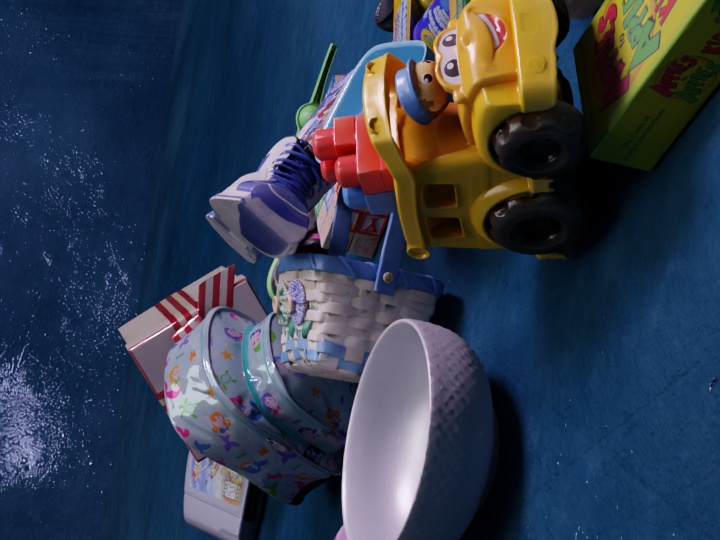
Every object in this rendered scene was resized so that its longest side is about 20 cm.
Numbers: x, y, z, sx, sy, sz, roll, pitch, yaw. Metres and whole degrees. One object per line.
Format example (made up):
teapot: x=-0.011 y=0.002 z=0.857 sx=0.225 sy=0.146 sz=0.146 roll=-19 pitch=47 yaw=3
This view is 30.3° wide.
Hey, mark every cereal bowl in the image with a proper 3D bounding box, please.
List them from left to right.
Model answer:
cereal bowl: x=0.054 y=0.141 z=1.059 sx=0.200 sy=0.083 sz=0.200 roll=-169 pitch=90 yaw=-73

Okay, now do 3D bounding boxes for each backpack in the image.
backpack: x=-0.102 y=0.130 z=1.393 sx=0.151 sy=0.200 sz=0.178 roll=-43 pitch=32 yaw=30

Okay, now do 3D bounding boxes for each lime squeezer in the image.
lime squeezer: x=-0.050 y=-0.165 z=1.481 sx=0.071 sy=0.038 sz=0.200 roll=120 pitch=156 yaw=-47

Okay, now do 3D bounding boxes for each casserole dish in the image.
casserole dish: x=0.020 y=-0.135 z=1.144 sx=0.121 sy=0.039 sz=0.200 roll=-62 pitch=20 yaw=-2

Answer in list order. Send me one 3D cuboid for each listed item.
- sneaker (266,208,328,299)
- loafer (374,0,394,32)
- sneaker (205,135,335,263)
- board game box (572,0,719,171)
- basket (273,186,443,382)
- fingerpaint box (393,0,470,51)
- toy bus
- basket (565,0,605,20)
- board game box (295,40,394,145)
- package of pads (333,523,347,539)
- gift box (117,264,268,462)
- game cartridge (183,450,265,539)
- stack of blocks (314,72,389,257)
sneaker: x=-0.056 y=-0.049 z=1.604 sx=0.084 sy=0.077 sz=0.200 roll=8 pitch=90 yaw=56
loafer: x=0.051 y=-0.318 z=1.396 sx=0.201 sy=0.070 sz=0.068 roll=134 pitch=144 yaw=-62
sneaker: x=-0.075 y=-0.075 z=1.207 sx=0.115 sy=0.081 sz=0.199 roll=-49 pitch=9 yaw=-11
board game box: x=0.203 y=-0.165 z=0.828 sx=0.200 sy=0.048 sz=0.102 roll=121 pitch=154 yaw=-49
basket: x=0.000 y=0.000 z=1.209 sx=0.176 sy=0.139 sz=0.200 roll=162 pitch=123 yaw=-72
fingerpaint box: x=0.089 y=-0.221 z=1.200 sx=0.167 sy=0.073 sz=0.200 roll=127 pitch=150 yaw=-56
toy bus: x=0.058 y=-0.100 z=0.929 sx=0.200 sy=0.192 sz=0.136 roll=76 pitch=-168 yaw=-57
basket: x=0.140 y=-0.293 z=0.958 sx=0.176 sy=0.139 sz=0.200 roll=143 pitch=126 yaw=-68
board game box: x=-0.012 y=-0.156 z=1.345 sx=0.135 sy=0.034 sz=0.200 roll=-27 pitch=23 yaw=47
package of pads: x=-0.007 y=0.310 z=1.165 sx=0.121 sy=0.076 sz=0.200 roll=-97 pitch=24 yaw=-43
gift box: x=-0.170 y=0.095 z=1.607 sx=0.200 sy=0.185 sz=0.187 roll=-36 pitch=15 yaw=-8
game cartridge: x=-0.172 y=0.248 z=1.734 sx=0.133 sy=0.042 sz=0.200 roll=11 pitch=90 yaw=41
stack of blocks: x=-0.009 y=-0.120 z=1.486 sx=0.200 sy=0.059 sz=0.115 roll=-102 pitch=28 yaw=-53
